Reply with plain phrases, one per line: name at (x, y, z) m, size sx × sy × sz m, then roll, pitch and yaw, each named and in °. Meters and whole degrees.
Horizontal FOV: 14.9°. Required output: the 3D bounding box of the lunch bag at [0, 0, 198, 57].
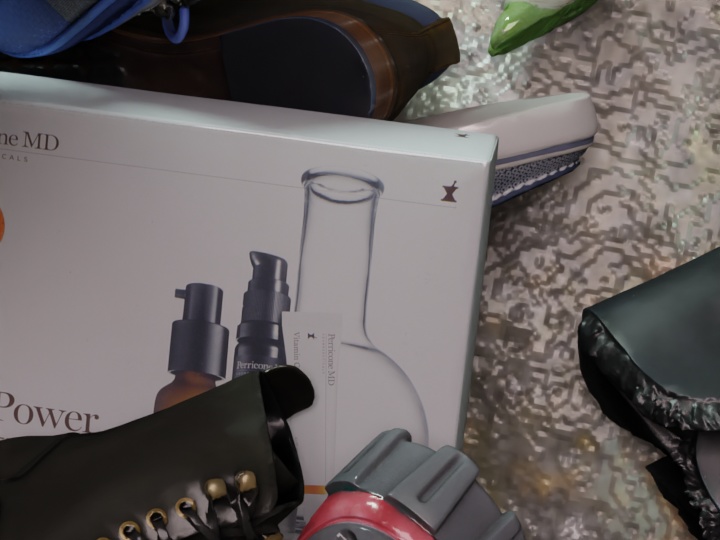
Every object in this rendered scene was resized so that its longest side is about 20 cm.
lunch bag at (-0.105, -0.170, 0.948) m, size 0.132 × 0.136 × 0.200 m, roll -33°, pitch 92°, yaw -37°

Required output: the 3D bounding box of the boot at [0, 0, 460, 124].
boot at (-0.060, -0.069, 1.035) m, size 0.199 × 0.097 × 0.075 m, roll 2°, pitch 104°, yaw 30°

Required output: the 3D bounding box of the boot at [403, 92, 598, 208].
boot at (0.000, 0.000, 1.017) m, size 0.199 × 0.073 × 0.091 m, roll -17°, pitch 98°, yaw -4°

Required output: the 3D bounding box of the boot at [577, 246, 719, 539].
boot at (0.151, -0.015, 0.998) m, size 0.168 × 0.076 × 0.201 m, roll -25°, pitch 83°, yaw -7°

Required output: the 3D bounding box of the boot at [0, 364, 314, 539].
boot at (-0.080, 0.102, 0.848) m, size 0.138 × 0.078 × 0.200 m, roll -19°, pitch 35°, yaw 9°

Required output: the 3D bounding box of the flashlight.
flashlight at (-0.030, 0.137, 0.859) m, size 0.068 × 0.068 × 0.200 m, roll 19°, pitch 51°, yaw 36°

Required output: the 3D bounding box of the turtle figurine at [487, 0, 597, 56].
turtle figurine at (0.012, -0.176, 1.013) m, size 0.144 × 0.200 × 0.194 m, roll -36°, pitch 80°, yaw 30°

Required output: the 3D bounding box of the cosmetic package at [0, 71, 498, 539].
cosmetic package at (-0.060, 0.017, 0.950) m, size 0.199 × 0.052 × 0.151 m, roll 7°, pitch 103°, yaw 5°
